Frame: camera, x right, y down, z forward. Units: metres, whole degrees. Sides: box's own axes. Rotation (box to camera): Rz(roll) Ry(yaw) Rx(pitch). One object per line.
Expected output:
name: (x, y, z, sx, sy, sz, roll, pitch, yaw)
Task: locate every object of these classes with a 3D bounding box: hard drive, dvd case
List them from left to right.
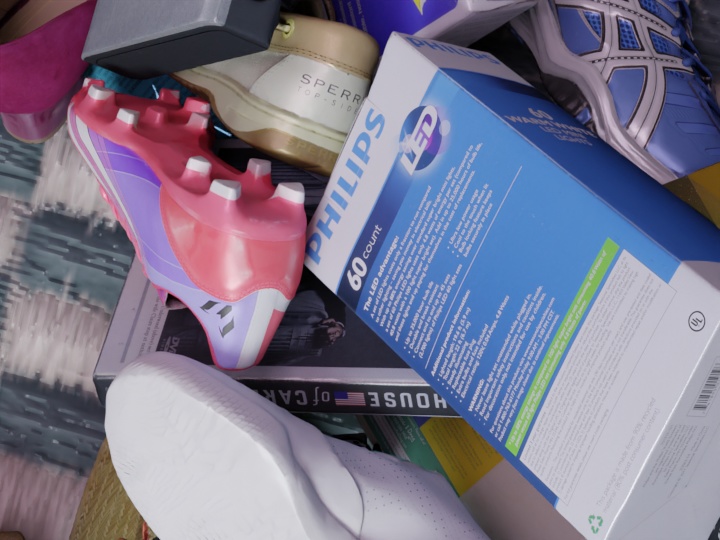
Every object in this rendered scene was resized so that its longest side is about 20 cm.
hard drive: (-0.052, -0.184, 0.867, 0.139, 0.033, 0.201, -2, 70, 61)
dvd case: (0.000, 0.000, 0.887, 0.199, 0.025, 0.151, 0, 44, 13)

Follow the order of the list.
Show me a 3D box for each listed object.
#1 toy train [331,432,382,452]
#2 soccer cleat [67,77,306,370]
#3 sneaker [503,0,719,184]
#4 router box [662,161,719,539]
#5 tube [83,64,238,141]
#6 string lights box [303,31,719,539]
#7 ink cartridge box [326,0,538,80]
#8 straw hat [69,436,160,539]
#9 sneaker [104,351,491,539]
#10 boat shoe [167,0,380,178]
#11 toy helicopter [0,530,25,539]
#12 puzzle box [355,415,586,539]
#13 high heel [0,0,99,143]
toy train: (0.005, 0.171, 0.912, 0.034, 0.046, 0.201, -6, 99, 7)
soccer cleat: (-0.080, -0.027, 0.874, 0.200, 0.067, 0.077, 37, 118, 57)
sneaker: (0.114, -0.100, 0.891, 0.077, 0.076, 0.200, -41, 73, 13)
router box: (0.189, 0.041, 0.783, 0.157, 0.052, 0.200, -21, 59, -10)
tube: (-0.094, -0.073, 0.986, 0.200, 0.050, 0.078, 43, 112, 13)
string lights box: (0.065, 0.003, 0.768, 0.200, 0.059, 0.103, 44, 118, 42)
ink cartridge box: (-0.003, -0.180, 0.925, 0.200, 0.043, 0.199, -22, 76, 59)
straw hat: (-0.061, 0.124, 0.935, 0.085, 0.201, 0.202, 22, 96, -21)
sneaker: (-0.010, 0.093, 0.828, 0.200, 0.089, 0.075, 38, 128, -2)
boat shoe: (-0.039, -0.098, 0.903, 0.067, 0.074, 0.200, -65, 30, 10)
toy helicopter: (-0.170, 0.159, 0.940, 0.079, 0.200, 0.133, 0, 63, -18)
puzzle box: (0.088, 0.085, 0.881, 0.133, 0.025, 0.200, -42, 52, 14)
high heel: (-0.116, -0.156, 0.938, 0.067, 0.096, 0.201, 18, 73, 5)
